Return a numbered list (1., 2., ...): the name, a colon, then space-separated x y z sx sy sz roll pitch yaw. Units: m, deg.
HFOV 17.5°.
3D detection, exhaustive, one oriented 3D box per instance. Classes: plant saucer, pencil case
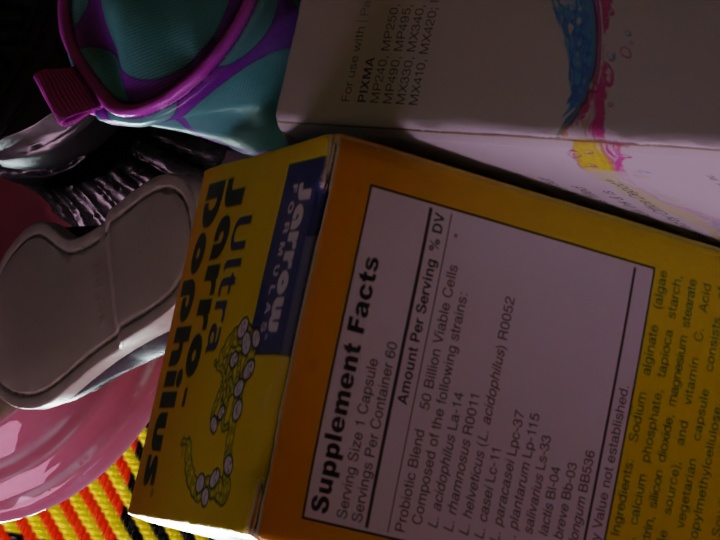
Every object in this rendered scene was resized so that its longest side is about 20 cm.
1. plant saucer: -0.168 0.009 1.031 0.199 0.202 0.051 7 166 29
2. pencil case: -0.009 -0.057 0.748 0.200 0.092 0.085 26 -153 -53

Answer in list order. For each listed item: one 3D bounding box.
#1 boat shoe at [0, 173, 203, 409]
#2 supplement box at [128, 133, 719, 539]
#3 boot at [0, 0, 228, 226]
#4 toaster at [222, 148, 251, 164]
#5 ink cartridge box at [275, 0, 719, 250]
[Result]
1. boat shoe: -0.083 0.012 0.880 0.062 0.073 0.200 5 165 -31
2. supplement box: 0.049 0.043 0.680 0.198 0.110 0.109 16 171 -22
3. boot: -0.105 -0.062 0.874 0.157 0.080 0.210 28 174 -38
4. toaster: -0.089 0.000 1.093 0.198 0.130 0.114 9 170 20
5. ink cartridge box: 0.099 -0.052 0.644 0.199 0.084 0.145 7 170 35
